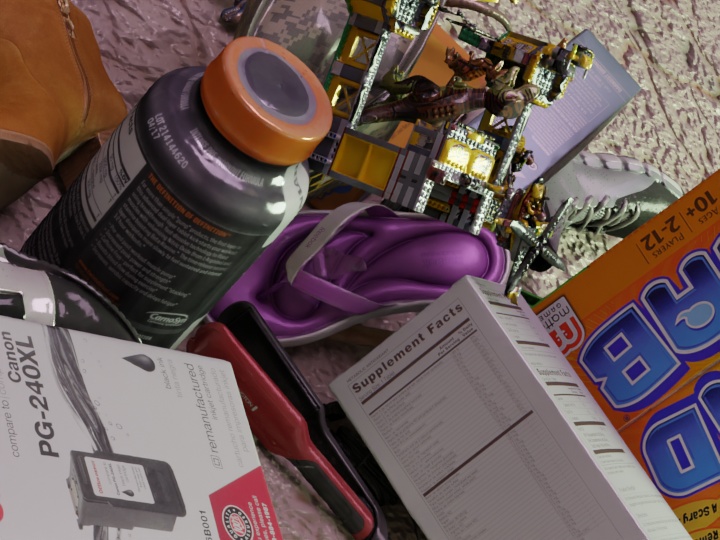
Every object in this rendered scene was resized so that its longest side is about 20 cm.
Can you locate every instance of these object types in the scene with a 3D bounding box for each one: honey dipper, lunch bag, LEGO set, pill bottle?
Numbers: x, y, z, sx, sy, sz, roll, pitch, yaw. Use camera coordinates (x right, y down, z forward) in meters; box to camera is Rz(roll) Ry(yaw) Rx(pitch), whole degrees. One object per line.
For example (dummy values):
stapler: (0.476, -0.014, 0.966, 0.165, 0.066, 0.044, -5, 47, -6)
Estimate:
honey dipper: (0.029, 0.045, 1.439, 0.199, 0.038, 0.038, 11, 46, -36)
lunch bag: (-0.026, -0.122, 1.375, 0.117, 0.164, 0.201, 27, 68, -4)
LEGO set: (0.068, -0.082, 1.260, 0.115, 0.155, 0.200, 23, -6, 42)
pill bottle: (-0.098, -0.038, 1.233, 0.106, 0.200, 0.107, 27, 38, -24)

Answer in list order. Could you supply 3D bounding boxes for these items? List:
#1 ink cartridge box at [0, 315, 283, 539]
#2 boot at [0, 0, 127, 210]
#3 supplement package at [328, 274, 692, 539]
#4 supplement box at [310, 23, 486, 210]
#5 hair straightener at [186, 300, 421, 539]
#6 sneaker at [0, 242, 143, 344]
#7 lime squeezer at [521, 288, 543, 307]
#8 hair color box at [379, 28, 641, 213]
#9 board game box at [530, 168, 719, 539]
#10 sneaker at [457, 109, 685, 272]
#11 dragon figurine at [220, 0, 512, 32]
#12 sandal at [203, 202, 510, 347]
ink cartridge box: (-0.148, 0.109, 1.128, 0.199, 0.083, 0.146, 14, 45, -39)
boot: (-0.207, -0.107, 1.297, 0.201, 0.070, 0.145, 14, 50, -59)
supplement package: (0.092, 0.117, 1.331, 0.201, 0.113, 0.109, 56, 14, 16)
supplement box: (0.016, -0.106, 1.555, 0.067, 0.069, 0.200, 45, 32, 3)
hair straightener: (-0.015, 0.096, 1.326, 0.200, 0.041, 0.077, 46, 34, 1)
sneaker: (-0.206, 0.028, 1.177, 0.199, 0.074, 0.089, 31, 51, -20)
lime squeezer: (0.096, 0.015, 1.514, 0.070, 0.038, 0.200, 17, 6, 16)
hair color box: (0.092, -0.072, 1.514, 0.061, 0.099, 0.200, 47, 54, 4)
board game box: (0.258, 0.067, 1.460, 0.201, 0.199, 0.200, 58, 15, 19)
sneaker: (0.152, -0.035, 1.633, 0.198, 0.075, 0.116, 20, 44, -17)
dragon figurine: (0.004, -0.193, 1.566, 0.198, 0.059, 0.099, -7, 26, -19)
sandal: (-0.002, -0.007, 1.367, 0.201, 0.050, 0.083, -10, 74, -18)
